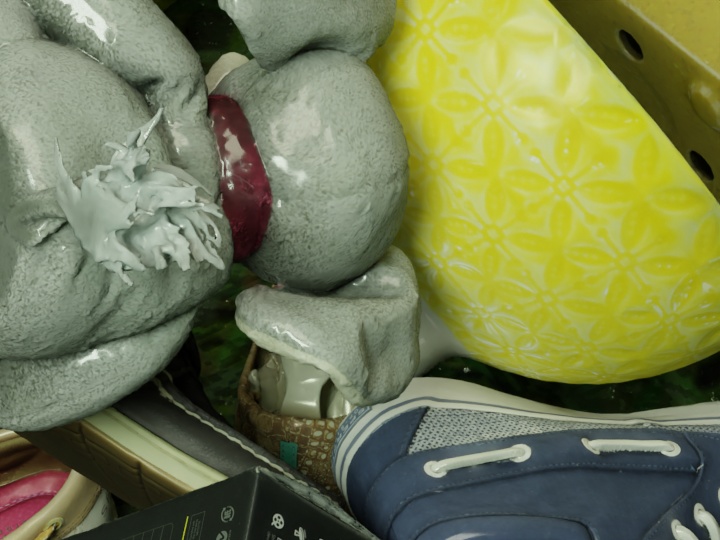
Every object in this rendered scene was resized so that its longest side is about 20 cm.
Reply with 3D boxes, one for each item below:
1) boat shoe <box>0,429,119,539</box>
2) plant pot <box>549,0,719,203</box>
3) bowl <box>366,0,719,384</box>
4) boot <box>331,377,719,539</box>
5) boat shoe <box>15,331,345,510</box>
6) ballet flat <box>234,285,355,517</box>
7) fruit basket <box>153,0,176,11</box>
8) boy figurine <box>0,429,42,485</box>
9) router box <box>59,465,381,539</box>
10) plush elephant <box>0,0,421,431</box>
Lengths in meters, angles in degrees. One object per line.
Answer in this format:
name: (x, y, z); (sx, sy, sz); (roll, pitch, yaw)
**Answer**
boat shoe: (-0.177, 0.099, 0.986); (0.200, 0.069, 0.074); (-22, 55, -16)
plant pot: (0.167, -0.114, 1.080); (0.200, 0.194, 0.196); (-37, 61, -18)
bowl: (0.034, -0.028, 0.978); (0.108, 0.200, 0.200); (-41, 60, 0)
boot: (0.093, 0.090, 0.956); (0.200, 0.073, 0.090); (5, 29, -20)
boat shoe: (-0.085, 0.028, 0.956); (0.200, 0.073, 0.065); (30, 73, 11)
ballet flat: (0.000, 0.000, 1.064); (0.070, 0.065, 0.200); (6, 52, 7)
fruit basket: (-0.091, -0.162, 1.145); (0.215, 0.156, 0.216); (-1, 77, 4)
boy figurine: (-0.141, -0.018, 1.079); (0.124, 0.064, 0.200); (-22, 51, 6)
router box: (-0.075, 0.172, 0.875); (0.150, 0.062, 0.200); (-21, 47, 40)
plush elephant: (-0.057, -0.032, 0.876); (0.155, 0.165, 0.200); (-5, 12, -39)
